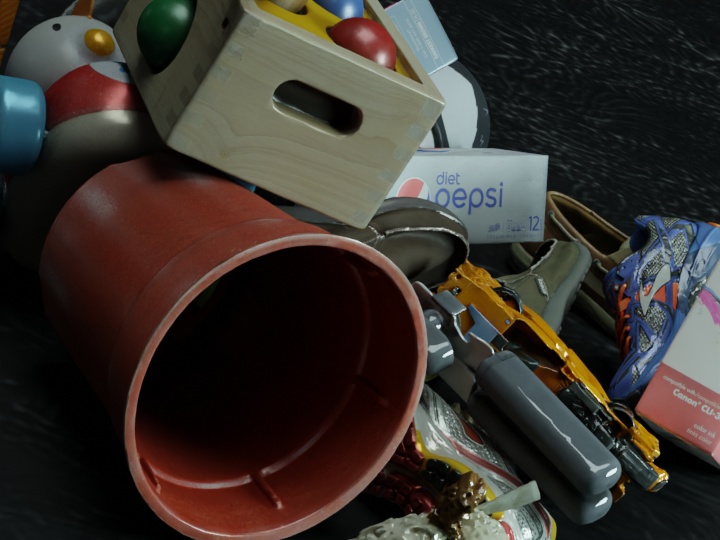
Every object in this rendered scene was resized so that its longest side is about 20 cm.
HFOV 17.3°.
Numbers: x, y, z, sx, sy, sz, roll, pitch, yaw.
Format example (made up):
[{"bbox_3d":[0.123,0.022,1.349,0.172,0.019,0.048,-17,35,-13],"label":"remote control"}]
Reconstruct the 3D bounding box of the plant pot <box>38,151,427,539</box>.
[{"bbox_3d":[-0.092,0.031,1.440,0.199,0.202,0.195,3,23,-33],"label":"plant pot"}]

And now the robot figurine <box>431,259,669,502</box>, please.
[{"bbox_3d":[0.125,0.079,1.575,0.200,0.058,0.145,46,8,2],"label":"robot figurine"}]

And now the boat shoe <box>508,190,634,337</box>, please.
[{"bbox_3d":[0.209,0.005,1.833,0.199,0.074,0.076,29,27,16],"label":"boat shoe"}]

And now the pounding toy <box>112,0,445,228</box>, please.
[{"bbox_3d":[-0.057,-0.146,1.471,0.199,0.143,0.184,23,22,-30],"label":"pounding toy"}]

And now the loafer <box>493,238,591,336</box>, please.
[{"bbox_3d":[0.118,0.022,1.730,0.069,0.076,0.200,27,26,3],"label":"loafer"}]

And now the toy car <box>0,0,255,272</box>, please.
[{"bbox_3d":[-0.185,-0.116,1.590,0.183,0.177,0.201,8,54,-26],"label":"toy car"}]

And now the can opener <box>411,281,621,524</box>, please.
[{"bbox_3d":[0.075,0.084,1.470,0.067,0.054,0.200,-21,51,-31],"label":"can opener"}]

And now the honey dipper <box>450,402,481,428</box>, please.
[{"bbox_3d":[0.006,0.086,1.569,0.198,0.038,0.038,20,25,3],"label":"honey dipper"}]

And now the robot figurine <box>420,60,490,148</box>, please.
[{"bbox_3d":[0.029,-0.108,1.858,0.149,0.126,0.200,24,25,19],"label":"robot figurine"}]

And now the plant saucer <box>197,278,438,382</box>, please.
[{"bbox_3d":[-0.026,0.017,1.669,0.198,0.031,0.200,17,22,-7],"label":"plant saucer"}]

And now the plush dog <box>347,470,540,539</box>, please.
[{"bbox_3d":[0.052,0.216,1.251,0.199,0.160,0.173,-3,61,-37],"label":"plush dog"}]

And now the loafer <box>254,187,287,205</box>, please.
[{"bbox_3d":[-0.138,-0.102,1.726,0.199,0.072,0.063,34,29,-16],"label":"loafer"}]

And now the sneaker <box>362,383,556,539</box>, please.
[{"bbox_3d":[0.047,0.123,1.497,0.082,0.078,0.200,4,37,-46],"label":"sneaker"}]

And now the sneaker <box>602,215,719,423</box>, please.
[{"bbox_3d":[0.211,0.034,1.744,0.078,0.076,0.201,20,46,8],"label":"sneaker"}]

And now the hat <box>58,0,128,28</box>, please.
[{"bbox_3d":[-0.161,-0.132,1.794,0.199,0.203,0.081,9,-13,-24],"label":"hat"}]

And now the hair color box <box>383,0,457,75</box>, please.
[{"bbox_3d":[-0.038,-0.125,1.680,0.199,0.099,0.061,-32,97,-32],"label":"hair color box"}]

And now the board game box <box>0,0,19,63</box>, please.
[{"bbox_3d":[-0.376,-0.186,1.617,0.199,0.201,0.199,32,28,23],"label":"board game box"}]

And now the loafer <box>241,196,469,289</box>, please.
[{"bbox_3d":[0.000,0.000,1.616,0.199,0.073,0.071,-5,43,-37],"label":"loafer"}]

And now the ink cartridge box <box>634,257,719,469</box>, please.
[{"bbox_3d":[0.275,0.035,1.646,0.067,0.201,0.116,29,-2,19],"label":"ink cartridge box"}]

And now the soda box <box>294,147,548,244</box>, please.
[{"bbox_3d":[0.046,-0.055,1.736,0.199,0.069,0.063,-3,9,-39],"label":"soda box"}]
